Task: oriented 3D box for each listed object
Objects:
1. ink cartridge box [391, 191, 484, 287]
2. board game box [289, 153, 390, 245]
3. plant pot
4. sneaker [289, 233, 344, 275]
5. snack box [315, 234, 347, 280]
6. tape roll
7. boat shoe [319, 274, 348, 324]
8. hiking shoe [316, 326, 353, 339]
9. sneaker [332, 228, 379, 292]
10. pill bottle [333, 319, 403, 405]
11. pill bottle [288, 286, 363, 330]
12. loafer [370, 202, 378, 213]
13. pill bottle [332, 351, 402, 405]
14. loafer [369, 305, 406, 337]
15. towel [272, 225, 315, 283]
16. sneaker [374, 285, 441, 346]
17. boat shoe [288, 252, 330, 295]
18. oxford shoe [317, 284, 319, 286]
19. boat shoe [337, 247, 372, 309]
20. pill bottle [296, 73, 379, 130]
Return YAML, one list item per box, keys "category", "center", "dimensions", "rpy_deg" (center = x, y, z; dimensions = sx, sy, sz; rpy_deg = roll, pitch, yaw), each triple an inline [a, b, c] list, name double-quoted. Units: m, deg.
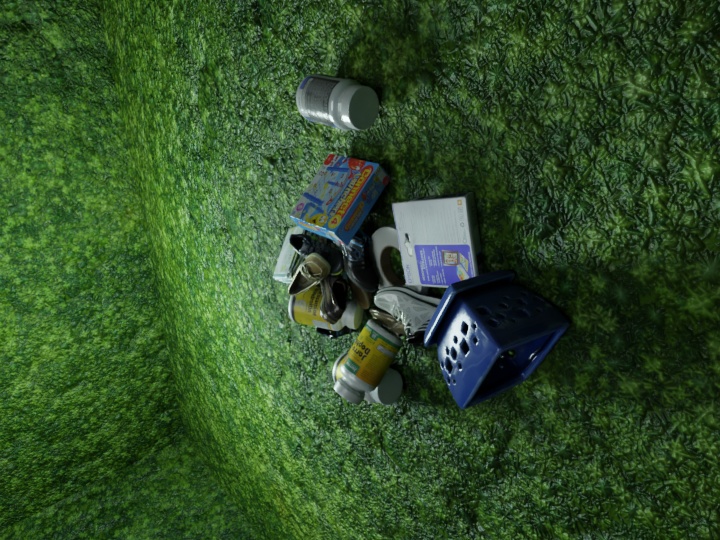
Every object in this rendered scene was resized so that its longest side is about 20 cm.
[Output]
- category: "ink cartridge box"
  center: [0.170, -0.063, 1.186]
  dimensions: [0.198, 0.043, 0.202]
  rpy_deg: [2, 109, 43]
- category: "board game box"
  center: [-0.054, -0.180, 1.328]
  dimensions: [0.194, 0.202, 0.056]
  rpy_deg: [22, 166, 46]
- category: "plant pot"
  center: [0.250, 0.122, 1.067]
  dimensions: [0.181, 0.197, 0.202]
  rpy_deg: [54, 142, 32]
- category: "sneaker"
  center: [-0.118, -0.045, 1.436]
  dimensions: [0.198, 0.080, 0.075]
  rpy_deg: [24, 95, 39]
- category: "snack box"
  center: [-0.082, -0.071, 1.546]
  dimensions: [0.116, 0.037, 0.203]
  rpy_deg: [33, 132, 41]
- category: "tape roll"
  center: [0.094, -0.013, 1.338]
  dimensions: [0.201, 0.037, 0.206]
  rpy_deg: [28, 128, 43]
- category: "boat shoe"
  center: [-0.063, 0.048, 1.451]
  dimensions: [0.073, 0.074, 0.203]
  rpy_deg: [-33, 45, 31]
- category: "hiking shoe"
  center: [-0.110, 0.151, 1.651]
  dimensions: [0.198, 0.086, 0.076]
  rpy_deg: [14, 118, 50]
- category: "sneaker"
  center: [-0.004, -0.041, 1.365]
  dimensions: [0.082, 0.073, 0.202]
  rpy_deg: [-33, 85, 40]
- category: "pill bottle"
  center: [0.017, 0.239, 1.402]
  dimensions: [0.112, 0.112, 0.202]
  rpy_deg: [33, 91, 39]
- category: "pill bottle"
  center: [-0.096, 0.108, 1.543]
  dimensions: [0.196, 0.112, 0.114]
  rpy_deg: [9, 118, 18]
- category: "loafer"
  center: [-0.033, -0.180, 1.393]
  dimensions: [0.198, 0.072, 0.073]
  rpy_deg: [6, 102, 48]
- category: "pill bottle"
  center: [0.020, 0.305, 1.530]
  dimensions: [0.198, 0.113, 0.116]
  rpy_deg: [9, 114, 50]
- category: "loafer"
  center: [0.097, 0.132, 1.373]
  dimensions: [0.198, 0.075, 0.069]
  rpy_deg: [14, 112, 50]
- category: "towel"
  center: [-0.198, -0.048, 1.614]
  dimensions: [0.199, 0.048, 0.174]
  rpy_deg: [0, 69, 66]
- category: "sneaker"
  center: [0.106, 0.107, 1.260]
  dimensions: [0.197, 0.116, 0.076]
  rpy_deg: [11, 137, 26]
- category: "boat shoe"
  center: [-0.139, 0.015, 1.420]
  dimensions: [0.073, 0.063, 0.200]
  rpy_deg: [42, 150, -11]
- category: "oxford shoe"
  center: [-0.141, 0.042, 1.636]
  dimensions: [0.201, 0.071, 0.071]
  rpy_deg: [57, 173, 17]
- category: "boat shoe"
  center: [0.000, 0.000, 1.443]
  dimensions: [0.071, 0.064, 0.203]
  rpy_deg: [-21, 87, 62]
- category: "pill bottle"
  center: [-0.054, -0.397, 1.281]
  dimensions: [0.199, 0.113, 0.116]
  rpy_deg: [29, 128, 43]
